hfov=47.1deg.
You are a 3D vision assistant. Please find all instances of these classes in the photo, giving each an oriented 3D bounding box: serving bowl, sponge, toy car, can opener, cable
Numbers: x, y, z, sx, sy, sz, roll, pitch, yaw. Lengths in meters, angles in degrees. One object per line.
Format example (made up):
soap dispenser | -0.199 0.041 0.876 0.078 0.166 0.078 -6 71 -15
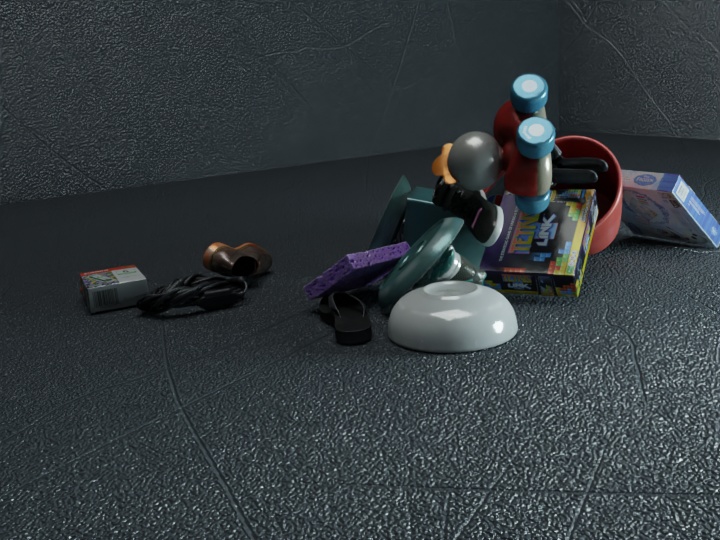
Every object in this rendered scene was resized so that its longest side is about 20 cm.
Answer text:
serving bowl | 0.135 0.059 1.234 0.195 0.067 0.200 -4 15 1
sponge | 0.000 0.000 1.429 0.111 0.030 0.199 -36 -12 32
toy car | 0.215 -0.201 1.374 0.195 0.180 0.185 -5 -31 7
can opener | 0.355 -0.176 1.440 0.064 0.079 0.200 -48 25 -3
cable | -0.309 0.035 1.489 0.196 0.052 0.163 -11 16 -24

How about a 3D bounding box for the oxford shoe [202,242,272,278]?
oxford shoe | -0.221 -0.009 1.600 0.072 0.073 0.199 25 12 24

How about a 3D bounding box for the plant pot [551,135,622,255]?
plant pot | 0.411 -0.125 1.574 0.197 0.205 0.177 3 -19 27

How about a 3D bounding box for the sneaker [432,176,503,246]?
sneaker | 0.176 -0.107 1.412 0.098 0.072 0.201 20 22 -18

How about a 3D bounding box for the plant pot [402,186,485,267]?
plant pot | 0.188 -0.070 1.586 0.196 0.145 0.141 7 16 10

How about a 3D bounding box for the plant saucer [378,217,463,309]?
plant saucer | 0.093 -0.019 1.365 0.200 0.027 0.200 -47 5 6

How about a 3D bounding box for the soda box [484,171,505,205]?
soda box | 0.254 -0.131 1.669 0.063 0.201 0.071 28 35 -15

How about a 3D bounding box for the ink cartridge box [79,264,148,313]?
ink cartridge box | -0.475 0.026 1.571 0.107 0.051 0.199 -10 16 -23

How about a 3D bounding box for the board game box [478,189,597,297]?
board game box | 0.307 -0.053 1.412 0.162 0.057 0.202 3 49 26

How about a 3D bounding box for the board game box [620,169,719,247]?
board game box | 0.586 -0.126 1.637 0.199 0.044 0.198 37 -12 -34

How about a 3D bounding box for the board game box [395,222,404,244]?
board game box | 0.183 -0.095 1.850 0.198 0.058 0.164 -17 17 -41

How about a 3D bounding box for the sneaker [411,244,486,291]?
sneaker | 0.147 0.017 1.386 0.090 0.079 0.200 24 -9 -9

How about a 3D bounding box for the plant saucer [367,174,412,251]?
plant saucer | 0.059 -0.088 1.629 0.035 0.203 0.200 24 18 4

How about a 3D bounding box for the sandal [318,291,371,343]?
sandal | -0.019 0.064 1.303 0.074 0.044 0.200 -8 14 -12
